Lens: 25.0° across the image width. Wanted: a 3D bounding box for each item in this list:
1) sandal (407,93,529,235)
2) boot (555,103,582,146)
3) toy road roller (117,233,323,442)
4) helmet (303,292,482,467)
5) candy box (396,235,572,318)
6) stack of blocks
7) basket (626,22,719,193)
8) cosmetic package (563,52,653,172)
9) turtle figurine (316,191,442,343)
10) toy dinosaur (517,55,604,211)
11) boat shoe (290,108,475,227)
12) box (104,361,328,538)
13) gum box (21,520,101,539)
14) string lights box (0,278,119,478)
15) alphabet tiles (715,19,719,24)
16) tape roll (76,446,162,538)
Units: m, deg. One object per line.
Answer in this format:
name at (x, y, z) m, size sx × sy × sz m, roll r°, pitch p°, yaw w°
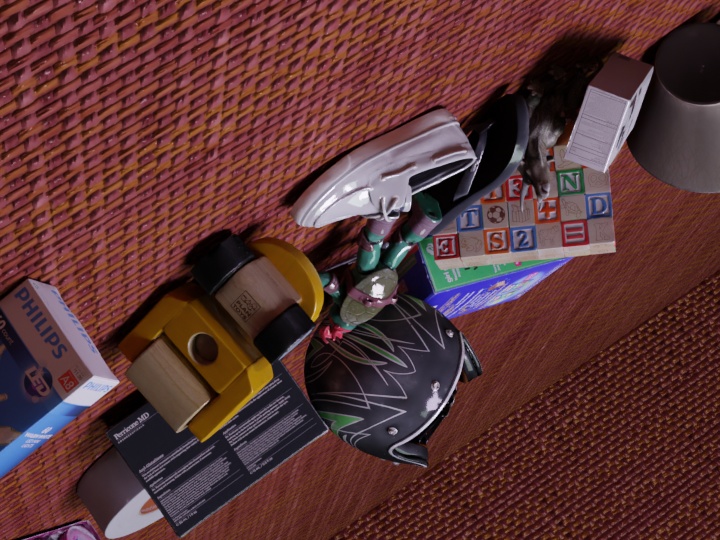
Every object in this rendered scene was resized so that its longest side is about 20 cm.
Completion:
sandal at (0.109, -0.106, 1.706) m, size 0.043 × 0.076 × 0.200 m, roll 12°, pitch 135°, yaw -35°
boot at (0.213, -0.124, 1.889) m, size 0.154 × 0.074 × 0.200 m, roll -18°, pitch 154°, yaw -42°
toy road roller at (-0.119, 0.055, 1.567) m, size 0.200 × 0.123 × 0.146 m, roll -44°, pitch 175°, yaw 23°
helmet at (0.032, 0.117, 1.826) m, size 0.200 × 0.200 × 0.191 m, roll -37°, pitch 147°, yaw 2°
candy box at (0.129, 0.001, 1.949) m, size 0.199 × 0.077 × 0.169 m, roll -16°, pitch 167°, yaw -26°
stack of blocks at (0.178, -0.071, 1.796) m, size 0.199 × 0.116 × 0.059 m, roll -6°, pitch 169°, yaw 9°
basket at (0.409, -0.201, 1.968) m, size 0.136 × 0.180 × 0.200 m, roll -63°, pitch 162°, yaw -17°
cosmetic package at (0.266, -0.170, 1.725) m, size 0.200 × 0.050 × 0.083 m, roll -46°, pitch 157°, yaw -66°
turtle figurine at (0.000, 0.000, 1.730) m, size 0.150 × 0.101 × 0.200 m, roll -18°, pitch 151°, yaw -52°
toy dinosaur at (0.201, -0.169, 1.739) m, size 0.102 × 0.077 × 0.200 m, roll -59°, pitch -175°, yaw 51°
boat shoe at (0.026, -0.084, 1.568) m, size 0.200 × 0.069 × 0.072 m, roll -29°, pitch 164°, yaw -30°
box at (-0.156, 0.173, 1.773) m, size 0.200 × 0.141 × 0.079 m, roll -35°, pitch -177°, yaw -6°
gum box at (-0.410, 0.378, 1.983) m, size 0.113 × 0.066 × 0.200 m, roll -42°, pitch 165°, yaw 22°
string lights box at (-0.307, 0.110, 1.318) m, size 0.200 × 0.103 × 0.059 m, roll -39°, pitch 165°, yaw 6°
alphabet tiles at (0.480, -0.311, 2.046) m, size 0.200 × 0.015 × 0.195 m, roll -45°, pitch 163°, yaw 28°
tape roll at (-0.239, 0.236, 1.949) m, size 0.200 × 0.066 × 0.200 m, roll -34°, pitch 165°, yaw -11°
